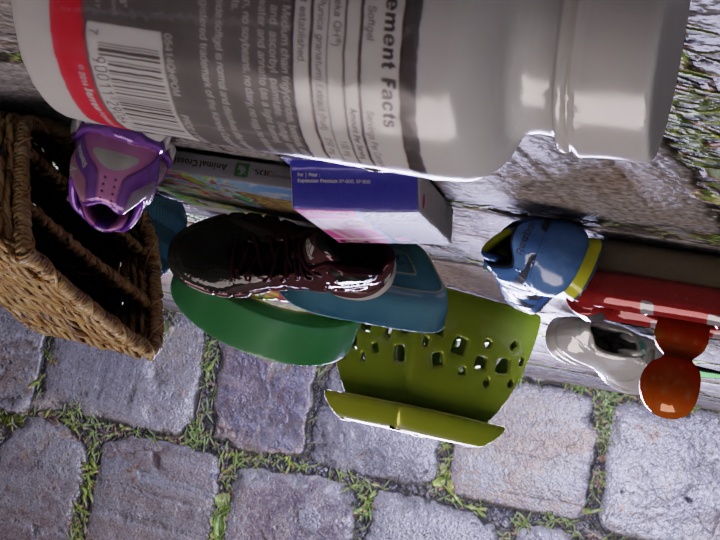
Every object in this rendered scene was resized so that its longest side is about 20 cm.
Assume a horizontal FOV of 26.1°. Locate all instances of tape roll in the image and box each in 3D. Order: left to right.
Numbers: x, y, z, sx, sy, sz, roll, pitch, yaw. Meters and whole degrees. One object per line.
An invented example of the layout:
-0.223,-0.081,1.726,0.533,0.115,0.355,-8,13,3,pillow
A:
-0.095,0.025,1.607,0.200,0.048,0.200,19,-158,-8,tape roll

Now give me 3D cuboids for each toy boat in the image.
0.260,0.055,1.248,0.200,0.131,0.131,10,174,18,toy boat

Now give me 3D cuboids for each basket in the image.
-0.232,-0.037,1.232,0.149,0.143,0.200,11,158,34,basket

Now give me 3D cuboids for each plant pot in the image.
0.080,0.117,1.951,0.200,0.182,0.199,17,173,-34,plant pot

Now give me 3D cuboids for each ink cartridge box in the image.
0.008,-0.051,1.162,0.095,0.037,0.200,2,170,12,ink cartridge box

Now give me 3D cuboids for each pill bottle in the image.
0.001,-0.089,0.497,0.200,0.111,0.111,10,174,15,pill bottle

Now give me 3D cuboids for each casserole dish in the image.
0.000,0.000,1.443,0.200,0.039,0.121,12,-148,-28,casserole dish

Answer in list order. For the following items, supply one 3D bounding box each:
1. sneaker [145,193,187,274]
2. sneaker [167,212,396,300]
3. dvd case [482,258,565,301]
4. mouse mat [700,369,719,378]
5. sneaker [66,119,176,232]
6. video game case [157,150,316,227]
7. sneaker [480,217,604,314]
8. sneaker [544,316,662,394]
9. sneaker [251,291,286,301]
-0.236,-0.052,1.534,0.081,0.077,0.200,18,171,23,sneaker
-0.063,-0.020,1.315,0.200,0.076,0.116,2,171,-6,sneaker
0.228,0.017,1.485,0.146,0.022,0.200,7,172,36,dvd case
0.430,0.137,2.293,0.200,0.008,0.161,13,174,-19,mouse mat
-0.181,-0.070,1.139,0.080,0.089,0.200,11,175,-7,sneaker
-0.095,-0.067,1.317,0.182,0.022,0.200,9,174,19,video game case
0.132,-0.011,1.243,0.078,0.066,0.200,24,173,-4,sneaker
0.326,0.101,1.891,0.200,0.075,0.088,16,161,-30,sneaker
-0.070,-0.001,1.533,0.090,0.078,0.200,-25,140,38,sneaker
